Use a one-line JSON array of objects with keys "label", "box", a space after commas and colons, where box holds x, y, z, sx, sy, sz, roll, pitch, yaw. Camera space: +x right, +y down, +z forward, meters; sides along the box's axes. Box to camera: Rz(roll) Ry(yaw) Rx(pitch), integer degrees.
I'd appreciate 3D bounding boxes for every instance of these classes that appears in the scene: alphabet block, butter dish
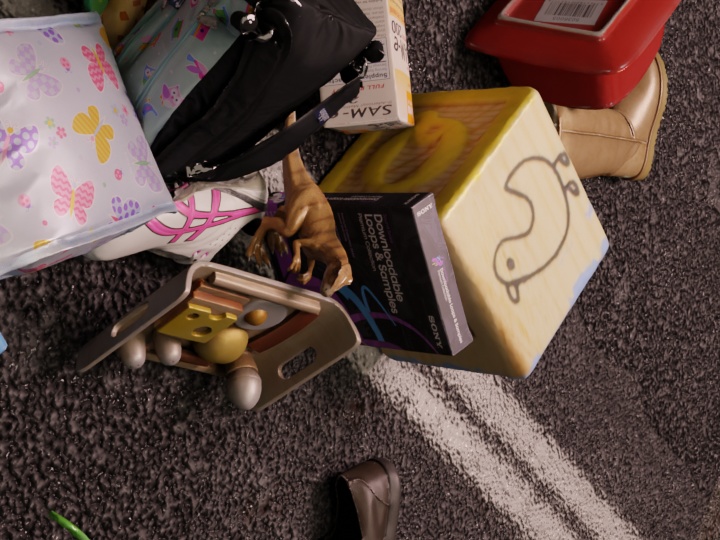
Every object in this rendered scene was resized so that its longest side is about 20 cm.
[{"label": "alphabet block", "box": [0.093, -0.039, 1.242, 0.196, 0.195, 0.201, -54, 127, -30]}, {"label": "butter dish", "box": [0.245, -0.243, 1.398, 0.200, 0.199, 0.149, -50, 141, -30]}]

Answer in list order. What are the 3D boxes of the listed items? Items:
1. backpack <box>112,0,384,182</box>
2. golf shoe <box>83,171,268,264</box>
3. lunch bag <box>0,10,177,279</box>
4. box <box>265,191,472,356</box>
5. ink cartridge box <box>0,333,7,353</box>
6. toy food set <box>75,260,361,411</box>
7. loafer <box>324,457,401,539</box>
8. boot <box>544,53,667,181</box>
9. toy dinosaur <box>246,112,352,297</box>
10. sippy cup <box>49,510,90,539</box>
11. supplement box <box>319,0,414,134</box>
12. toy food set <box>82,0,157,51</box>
[{"label": "backpack", "box": [-0.104, -0.161, 1.005, 0.166, 0.200, 0.127, 14, 41, -53]}, {"label": "golf shoe", "box": [-0.151, -0.039, 1.083, 0.199, 0.072, 0.093, -27, 114, -41]}, {"label": "lunch bag", "box": [-0.247, -0.084, 0.898, 0.171, 0.126, 0.200, 67, 25, -5]}, {"label": "box", "box": [0.000, 0.000, 1.146, 0.036, 0.199, 0.144, -36, 117, -40]}, {"label": "ink cartridge box", "box": [-0.359, 0.011, 0.868, 0.145, 0.083, 0.201, -42, 121, -34]}, {"label": "toy food set", "box": [-0.117, 0.066, 1.070, 0.199, 0.143, 0.061, 18, 48, -45]}, {"label": "loafer", "box": [-0.008, 0.286, 1.264, 0.071, 0.073, 0.202, 5, 85, -35]}, {"label": "boot", "box": [0.281, -0.189, 1.511, 0.199, 0.066, 0.177, 0, 93, -44]}, {"label": "toy dinosaur", "box": [-0.052, -0.056, 1.110, 0.060, 0.106, 0.201, 11, 51, -51]}, {"label": "sippy cup", "box": [-0.283, 0.262, 0.944, 0.131, 0.139, 0.178, 55, 32, -21]}, {"label": "supplement box", "box": [0.000, -0.230, 1.166, 0.126, 0.073, 0.202, -28, 112, -81]}, {"label": "toy food set", "box": [-0.154, -0.272, 1.008, 0.201, 0.048, 0.198, -55, 168, -13]}]
